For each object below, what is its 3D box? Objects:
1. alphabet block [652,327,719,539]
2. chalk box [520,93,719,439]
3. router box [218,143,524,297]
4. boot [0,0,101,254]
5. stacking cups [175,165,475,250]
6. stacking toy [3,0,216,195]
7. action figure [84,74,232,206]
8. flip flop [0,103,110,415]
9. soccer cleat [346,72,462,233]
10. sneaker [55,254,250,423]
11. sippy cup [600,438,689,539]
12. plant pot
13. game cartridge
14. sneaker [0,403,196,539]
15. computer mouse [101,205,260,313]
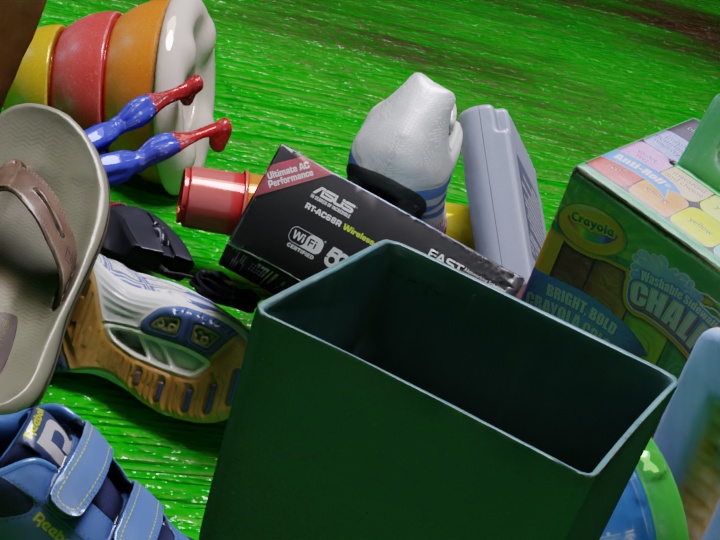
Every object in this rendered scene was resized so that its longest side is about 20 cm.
[{"bbox_3d":[0.259,0.156,0.950,0.199,0.197,0.196,4,27,-36],"label":"alphabet block"},{"bbox_3d":[0.174,0.006,1.036,0.124,0.201,0.123,37,38,27],"label":"chalk box"},{"bbox_3d":[0.000,0.000,1.099,0.149,0.062,0.200,29,-5,-4],"label":"router box"},{"bbox_3d":[-0.211,-0.089,1.116,0.187,0.202,0.068,9,21,-30],"label":"boot"},{"bbox_3d":[-0.022,-0.030,1.277,0.198,0.061,0.061,8,21,-7],"label":"stacking cups"},{"bbox_3d":[-0.209,-0.133,1.402,0.198,0.148,0.146,4,18,7],"label":"stacking toy"},{"bbox_3d":[-0.180,-0.069,1.257,0.199,0.052,0.066,-24,77,-34],"label":"action figure"},{"bbox_3d":[-0.183,-0.011,1.017,0.080,0.058,0.201,5,54,8],"label":"flip flop"},{"bbox_3d":[0.032,-0.063,1.154,0.069,0.087,0.200,28,-5,3],"label":"soccer cleat"},{"bbox_3d":[-0.141,0.029,1.094,0.199,0.076,0.088,29,6,11],"label":"sneaker"},{"bbox_3d":[0.066,0.135,0.922,0.129,0.141,0.177,-6,-8,-32],"label":"sippy cup"},{"bbox_3d":[0.015,0.117,0.790,0.140,0.201,0.141,26,21,16],"label":"plant pot"},{"bbox_3d":[0.098,-0.019,1.248,0.041,0.135,0.200,-6,-11,10],"label":"game cartridge"},{"bbox_3d":[-0.128,0.110,0.849,0.198,0.083,0.074,20,18,-8],"label":"sneaker"},{"bbox_3d":[-0.113,-0.010,1.183,0.058,0.034,0.199,23,0,-36],"label":"computer mouse"}]
